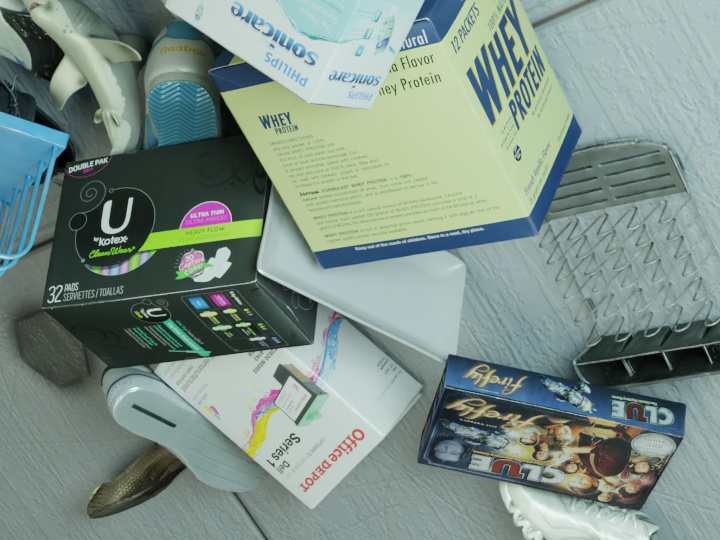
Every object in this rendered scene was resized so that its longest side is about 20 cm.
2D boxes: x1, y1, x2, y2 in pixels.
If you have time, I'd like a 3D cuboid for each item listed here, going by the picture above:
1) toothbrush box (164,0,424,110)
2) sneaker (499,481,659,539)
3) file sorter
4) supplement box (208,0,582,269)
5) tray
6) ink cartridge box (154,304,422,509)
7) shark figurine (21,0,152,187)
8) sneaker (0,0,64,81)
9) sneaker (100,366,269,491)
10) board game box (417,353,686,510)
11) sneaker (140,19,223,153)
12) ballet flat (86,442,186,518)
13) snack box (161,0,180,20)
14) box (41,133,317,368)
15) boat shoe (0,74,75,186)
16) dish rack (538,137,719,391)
[{"bbox_3d":[-0.023,-0.231,1.274,0.146,0.085,0.200,34,107,26],"label":"toothbrush box"},{"bbox_3d":[0.213,0.231,1.645,0.200,0.075,0.081,38,119,0],"label":"sneaker"},{"bbox_3d":[-0.357,-0.058,1.614,0.139,0.123,0.200,18,160,-20],"label":"file sorter"},{"bbox_3d":[0.030,-0.129,1.426,0.200,0.134,0.200,-9,126,32],"label":"supplement box"},{"bbox_3d":[0.000,0.000,1.528,0.200,0.107,0.022,27,142,-26],"label":"tray"},{"bbox_3d":[-0.067,0.101,1.703,0.200,0.084,0.145,41,133,0],"label":"ink cartridge box"},{"bbox_3d":[-0.208,-0.156,1.603,0.128,0.090,0.215,9,128,29],"label":"shark figurine"},{"bbox_3d":[-0.306,-0.220,1.644,0.200,0.072,0.072,18,128,1],"label":"sneaker"},{"bbox_3d":[-0.163,0.142,1.775,0.073,0.071,0.200,-45,126,8],"label":"sneaker"},{"bbox_3d":[0.157,0.138,1.563,0.200,0.035,0.136,12,146,-1],"label":"board game box"},{"bbox_3d":[-0.150,-0.134,1.600,0.076,0.081,0.200,5,151,-7],"label":"sneaker"},{"bbox_3d":[-0.216,0.200,1.885,0.200,0.067,0.046,-37,74,41],"label":"ballet flat"},{"bbox_3d":[-0.103,-0.275,1.503,0.200,0.024,0.072,-28,105,41],"label":"snack box"},{"bbox_3d":[-0.145,-0.015,1.580,0.200,0.149,0.124,-8,149,21],"label":"box"},{"bbox_3d":[-0.322,-0.139,1.660,0.062,0.075,0.200,-4,152,25],"label":"boat shoe"},{"bbox_3d":[0.215,-0.007,1.480,0.153,0.055,0.200,-13,114,36],"label":"dish rack"}]
